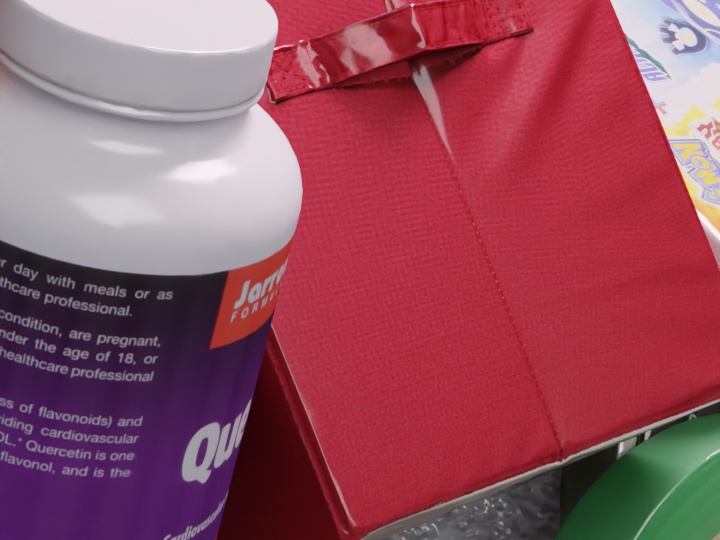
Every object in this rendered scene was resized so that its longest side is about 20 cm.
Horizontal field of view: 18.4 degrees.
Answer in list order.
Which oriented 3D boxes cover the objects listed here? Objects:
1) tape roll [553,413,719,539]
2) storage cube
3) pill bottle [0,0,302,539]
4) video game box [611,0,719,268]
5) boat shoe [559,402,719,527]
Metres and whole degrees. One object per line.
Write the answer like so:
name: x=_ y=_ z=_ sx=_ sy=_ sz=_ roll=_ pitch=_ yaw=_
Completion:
tape roll: x=0.151 y=0.153 z=0.815 sx=0.200 sy=0.048 sz=0.201 roll=0 pitch=91 yaw=-28
storage cube: x=0.000 y=0.000 z=0.774 sx=0.170 sy=0.200 sz=0.180 roll=-18 pitch=83 yaw=-28
pill bottle: x=-0.082 y=0.013 z=0.631 sx=0.112 sy=0.201 sz=0.113 roll=13 pitch=26 yaw=-6
video game box: x=0.137 y=-0.070 z=0.887 sx=0.182 sy=0.047 sz=0.200 roll=-21 pitch=60 yaw=-40
boat shoe: x=0.120 y=0.039 z=0.875 sx=0.060 sy=0.072 sz=0.202 roll=15 pitch=62 yaw=-12
